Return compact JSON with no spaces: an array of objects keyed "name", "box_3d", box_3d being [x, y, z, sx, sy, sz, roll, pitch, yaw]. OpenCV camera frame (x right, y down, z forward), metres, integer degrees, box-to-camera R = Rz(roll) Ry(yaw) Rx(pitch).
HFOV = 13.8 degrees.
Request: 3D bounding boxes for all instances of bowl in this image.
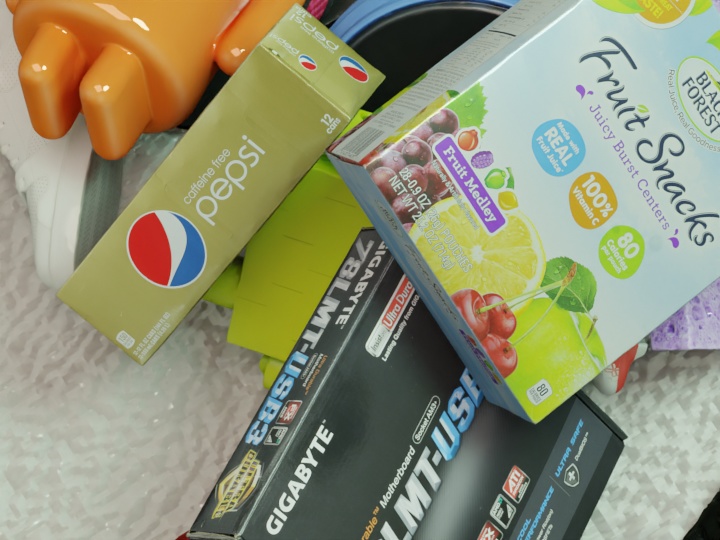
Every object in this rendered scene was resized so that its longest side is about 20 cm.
[{"name":"bowl","box_3d":[0.061,-0.070,1.642,0.200,0.039,0.201,5,116,10]}]

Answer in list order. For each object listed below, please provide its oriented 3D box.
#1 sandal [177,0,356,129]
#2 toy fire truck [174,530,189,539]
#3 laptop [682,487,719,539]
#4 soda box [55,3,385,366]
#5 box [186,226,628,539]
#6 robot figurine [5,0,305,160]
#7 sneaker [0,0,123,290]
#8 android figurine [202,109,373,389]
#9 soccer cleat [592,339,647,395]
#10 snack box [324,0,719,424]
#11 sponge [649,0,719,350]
[{"name":"sandal","box_3d":[-0.048,-0.163,1.735,0.075,0.045,0.200,43,84,16]},{"name":"toy fire truck","box_3d":[-0.005,0.169,1.627,0.168,0.112,0.200,37,80,-13]},{"name":"laptop","box_3d":[0.302,0.135,1.598,0.200,0.103,0.177,-56,44,14]},{"name":"soda box","box_3d":[-0.075,-0.045,1.587,0.064,0.068,0.200,39,119,-3]},{"name":"box","box_3d":[0.030,0.112,1.558,0.050,0.199,0.200,-1,52,49]},{"name":"robot figurine","box_3d":[-0.119,-0.159,1.659,0.117,0.144,0.200,46,57,-27]},{"name":"sneaker","box_3d":[-0.199,-0.078,1.723,0.115,0.074,0.200,-1,66,8]},{"name":"android figurine","box_3d":[0.000,0.000,1.644,0.200,0.041,0.182,16,117,9]},{"name":"soccer cleat","box_3d":[0.098,-0.024,1.588,0.085,0.069,0.200,-14,109,-4]},{"name":"snack box","box_3d":[0.110,-0.050,1.515,0.200,0.068,0.169,-39,111,-11]},{"name":"sponge","box_3d":[0.192,-0.057,1.632,0.030,0.112,0.200,-5,87,39]}]
